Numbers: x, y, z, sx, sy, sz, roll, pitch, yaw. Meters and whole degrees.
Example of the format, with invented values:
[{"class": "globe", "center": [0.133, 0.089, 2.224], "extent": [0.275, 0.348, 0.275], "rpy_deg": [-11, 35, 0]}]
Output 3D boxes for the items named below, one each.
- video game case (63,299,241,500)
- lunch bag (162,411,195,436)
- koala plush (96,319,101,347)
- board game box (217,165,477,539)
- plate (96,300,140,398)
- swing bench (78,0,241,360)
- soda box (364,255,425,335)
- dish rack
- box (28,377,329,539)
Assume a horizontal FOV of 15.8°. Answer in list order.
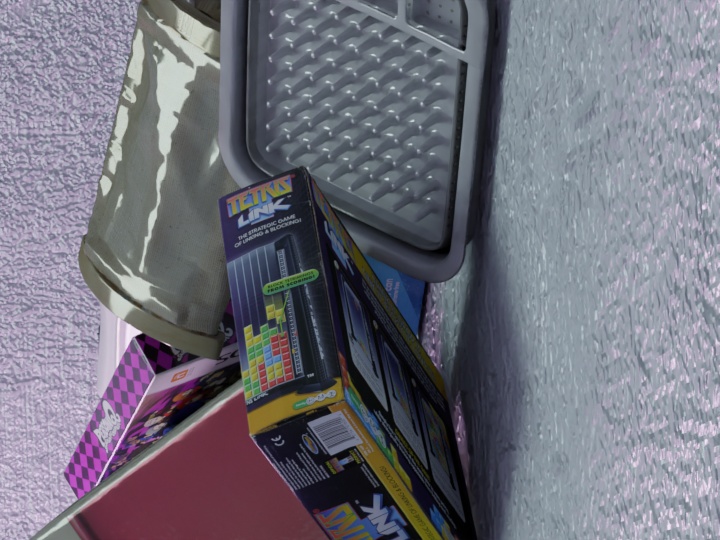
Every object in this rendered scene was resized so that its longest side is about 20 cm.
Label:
[{"class": "video game case", "center": [-0.093, 0.073, 1.716], "extent": [0.036, 0.181, 0.200], "rpy_deg": [58, 148, 18]}, {"class": "lunch bag", "center": [-0.046, 0.156, 1.729], "extent": [0.136, 0.132, 0.200], "rpy_deg": [59, 163, 18]}, {"class": "koala plush", "center": [-0.117, 0.001, 2.167], "extent": [0.178, 0.183, 0.200], "rpy_deg": [97, -179, -54]}, {"class": "board game box", "center": [-0.004, 0.070, 1.366], "extent": [0.200, 0.057, 0.166], "rpy_deg": [57, -165, -44]}, {"class": "plate", "center": [-0.121, 0.078, 2.052], "extent": [0.200, 0.199, 0.032], "rpy_deg": [97, -168, -50]}, {"class": "swing bench", "center": [-0.084, -0.086, 1.568], "extent": [0.200, 0.130, 0.199], "rpy_deg": [-43, -27, -61]}, {"class": "soda box", "center": [0.007, -0.035, 1.534], "extent": [0.200, 0.068, 0.064], "rpy_deg": [97, 168, -50]}, {"class": "dish rack", "center": [0.002, -0.106, 1.368], "extent": [0.044, 0.171, 0.200], "rpy_deg": [-36, -38, -42]}, {"class": "box", "center": [-0.076, 0.135, 1.531], "extent": [0.109, 0.200, 0.128], "rpy_deg": [53, -153, 0]}]
